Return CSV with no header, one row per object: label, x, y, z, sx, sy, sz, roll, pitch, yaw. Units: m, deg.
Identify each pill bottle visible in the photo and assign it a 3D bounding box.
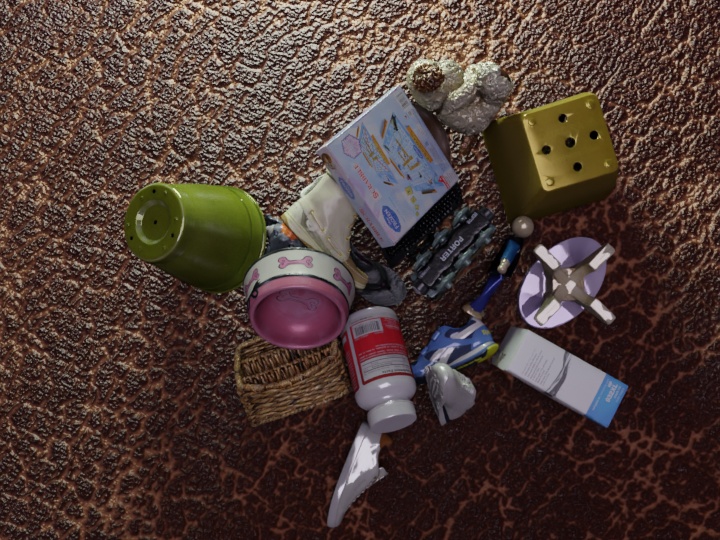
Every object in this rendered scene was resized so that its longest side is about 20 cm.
pill bottle,0.035,0.176,1.187,0.111,0.113,0.202,-15,61,1

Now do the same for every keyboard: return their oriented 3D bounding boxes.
keyboard,0.124,-0.082,1.232,0.200,0.040,0.105,-42,131,-13

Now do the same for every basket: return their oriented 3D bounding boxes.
basket,-0.128,0.177,1.211,0.198,0.143,0.151,-18,89,1

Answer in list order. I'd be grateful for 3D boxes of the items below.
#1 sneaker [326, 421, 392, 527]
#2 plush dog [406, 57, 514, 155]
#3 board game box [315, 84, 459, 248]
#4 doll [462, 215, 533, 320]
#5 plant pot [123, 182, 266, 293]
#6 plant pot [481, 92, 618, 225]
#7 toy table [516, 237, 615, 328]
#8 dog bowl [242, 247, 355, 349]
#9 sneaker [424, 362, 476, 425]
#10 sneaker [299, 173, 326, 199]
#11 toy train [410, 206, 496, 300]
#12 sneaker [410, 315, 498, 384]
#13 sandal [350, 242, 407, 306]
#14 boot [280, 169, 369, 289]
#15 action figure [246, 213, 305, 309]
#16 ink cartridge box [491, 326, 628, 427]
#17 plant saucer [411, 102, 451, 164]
sneaker,0.001,0.390,1.238,0.084,0.073,0.202,23,88,4
plush dog,0.159,-0.317,1.199,0.170,0.200,0.162,28,107,-6
board game box,0.052,-0.179,1.143,0.199,0.041,0.201,-43,106,-29
doll,0.256,-0.006,1.216,0.048,0.136,0.202,32,102,12
plant pot,-0.299,-0.067,1.165,0.198,0.192,0.203,-3,83,24
plant pot,0.350,-0.209,1.194,0.197,0.176,0.203,-16,89,1
toy table,0.377,0.022,1.218,0.183,0.117,0.201,33,90,2
dog bowl,-0.106,0.057,1.151,0.197,0.202,0.074,-2,46,1
sneaker,0.163,0.208,1.187,0.080,0.201,0.077,-18,61,-1
sneaker,-0.021,-0.162,1.237,0.199,0.081,0.077,-31,74,-1
toy train,0.170,-0.031,1.225,0.085,0.114,0.200,41,88,15
sneaker,0.153,0.152,1.243,0.198,0.074,0.083,-25,69,8
sandal,-0.001,0.001,1.260,0.199,0.048,0.076,36,90,2
boot,-0.021,-0.078,1.179,0.155,0.072,0.200,-46,108,1
action figure,-0.132,-0.007,1.235,0.199,0.105,0.195,31,103,10
ink cartridge box,0.350,0.185,1.199,0.198,0.145,0.084,29,89,2
plant saucer,0.085,-0.203,1.228,0.198,0.032,0.203,-3,94,-36
